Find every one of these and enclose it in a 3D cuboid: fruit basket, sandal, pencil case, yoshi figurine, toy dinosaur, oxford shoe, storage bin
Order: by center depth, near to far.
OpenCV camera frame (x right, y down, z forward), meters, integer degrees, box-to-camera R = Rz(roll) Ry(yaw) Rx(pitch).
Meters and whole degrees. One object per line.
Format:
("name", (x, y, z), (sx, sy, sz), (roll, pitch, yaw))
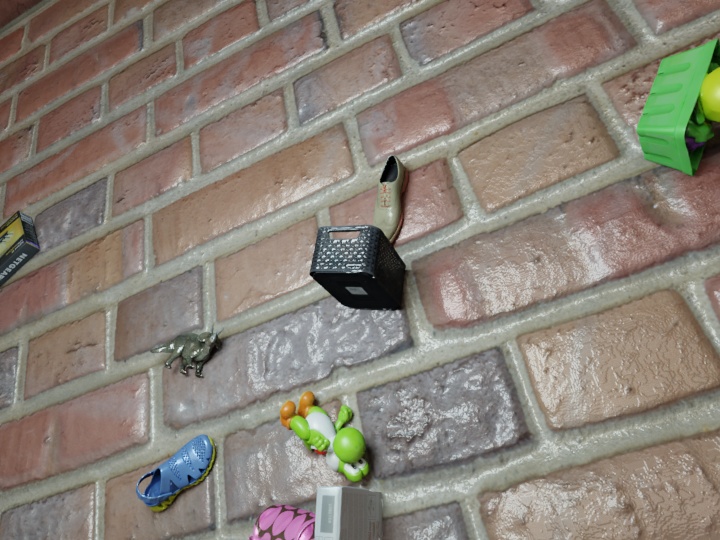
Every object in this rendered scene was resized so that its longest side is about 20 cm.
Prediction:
("pencil case", (-0.116, 0.461, 0.903), (0.199, 0.092, 0.093), (-28, 70, 52))
("fruit basket", (0.609, -0.287, 0.911), (0.212, 0.155, 0.221), (-21, 52, 29))
("yoshi figurine", (-0.057, 0.302, 0.987), (0.198, 0.112, 0.113), (34, 77, 29))
("storage bin", (0.000, 0.000, 1.034), (0.132, 0.200, 0.096), (1, 68, 23))
("sandal", (-0.387, 0.421, 1.094), (0.200, 0.087, 0.079), (-45, 56, -2))
("oxford shoe", (0.055, -0.155, 1.151), (0.069, 0.075, 0.205), (0, 68, 23))
("toy dinosaur", (-0.395, 0.184, 1.220), (0.195, 0.077, 0.104), (-5, 54, 28))

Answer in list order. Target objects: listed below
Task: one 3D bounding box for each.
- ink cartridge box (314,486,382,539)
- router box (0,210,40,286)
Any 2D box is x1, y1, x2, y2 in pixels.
("ink cartridge box", (-0.016, 0.441, 0.847), (0.055, 0.200, 0.167), (-5, 65, 16))
("router box", (-1.108, -0.063, 1.649), (0.199, 0.052, 0.158), (-41, 58, 3))
